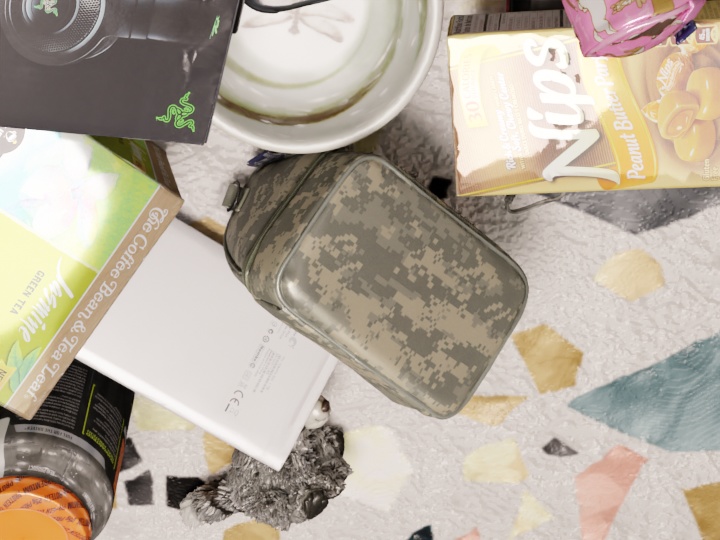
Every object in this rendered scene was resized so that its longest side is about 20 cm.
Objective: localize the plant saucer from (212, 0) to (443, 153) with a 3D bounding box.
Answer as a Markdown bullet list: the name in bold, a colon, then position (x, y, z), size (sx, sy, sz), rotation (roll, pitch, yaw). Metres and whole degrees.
- **plant saucer**: position (-0.043, -0.184, 1.050), size (0.198, 0.050, 0.202), rotation (-1, 112, -3)

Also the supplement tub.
- **supplement tub**: position (-0.250, 0.141, 1.206), size (0.121, 0.201, 0.124), rotation (0, 125, 0)

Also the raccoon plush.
- **raccoon plush**: position (-0.103, 0.151, 1.284), size (0.199, 0.097, 0.135), rotation (-24, 114, 17)

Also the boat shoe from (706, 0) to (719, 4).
- **boat shoe**: position (0.233, -0.209, 1.037), size (0.066, 0.072, 0.201), rotation (29, 125, -26)

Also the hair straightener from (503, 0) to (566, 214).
- **hair straightener**: position (0.128, -0.121, 1.090), size (0.041, 0.077, 0.202), rotation (-12, 128, -23)

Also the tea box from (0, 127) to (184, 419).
- **tea box**: position (-0.264, -0.041, 1.085), size (0.196, 0.134, 0.201), rotation (33, 99, -22)

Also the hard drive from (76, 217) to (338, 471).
- **hard drive**: position (-0.119, 0.052, 1.191), size (0.199, 0.025, 0.133), rotation (31, 81, -13)

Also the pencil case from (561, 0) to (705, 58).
- **pencil case**: position (0.150, -0.235, 0.948), size (0.086, 0.202, 0.083), rotation (-16, 170, -15)

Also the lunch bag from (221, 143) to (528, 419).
- **lunch bag**: position (0.000, 0.000, 1.130), size (0.199, 0.167, 0.140), rotation (35, 81, -24)

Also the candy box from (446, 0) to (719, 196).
- **candy box**: position (0.161, -0.116, 1.025), size (0.198, 0.055, 0.117), rotation (-2, 113, 8)

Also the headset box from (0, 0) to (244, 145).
- **headset box**: position (-0.168, -0.179, 0.935), size (0.198, 0.093, 0.175), rotation (4, 120, -26)

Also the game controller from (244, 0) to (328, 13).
- **game controller**: position (0.006, -0.238, 0.992), size (0.198, 0.042, 0.105), rotation (-13, 97, 1)
